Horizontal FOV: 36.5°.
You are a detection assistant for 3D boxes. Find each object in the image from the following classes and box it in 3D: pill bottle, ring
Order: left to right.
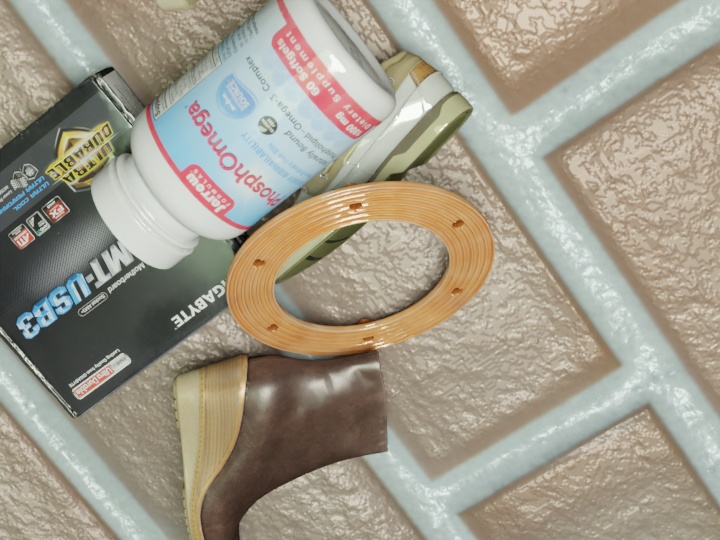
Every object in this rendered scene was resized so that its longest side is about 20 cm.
[{"bbox_3d":[-0.082,-0.092,0.735,0.200,0.109,0.109,-37,102,15],"label":"pill bottle"},{"bbox_3d":[0.000,0.000,0.796,0.199,0.019,0.201,-9,145,-6],"label":"ring"}]

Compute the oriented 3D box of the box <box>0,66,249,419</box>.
[{"bbox_3d":[-0.206,-0.018,0.840,0.200,0.050,0.199,-34,102,13],"label":"box"}]

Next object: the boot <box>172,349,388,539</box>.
[{"bbox_3d":[-0.059,0.156,0.875,0.166,0.072,0.201,-4,119,-5],"label":"boot"}]

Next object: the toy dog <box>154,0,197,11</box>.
[{"bbox_3d":[-0.088,-0.267,0.746,0.131,0.096,0.201,18,95,5],"label":"toy dog"}]

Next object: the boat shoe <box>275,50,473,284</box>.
[{"bbox_3d":[-0.010,-0.074,0.804,0.200,0.075,0.068,-43,83,15],"label":"boat shoe"}]
